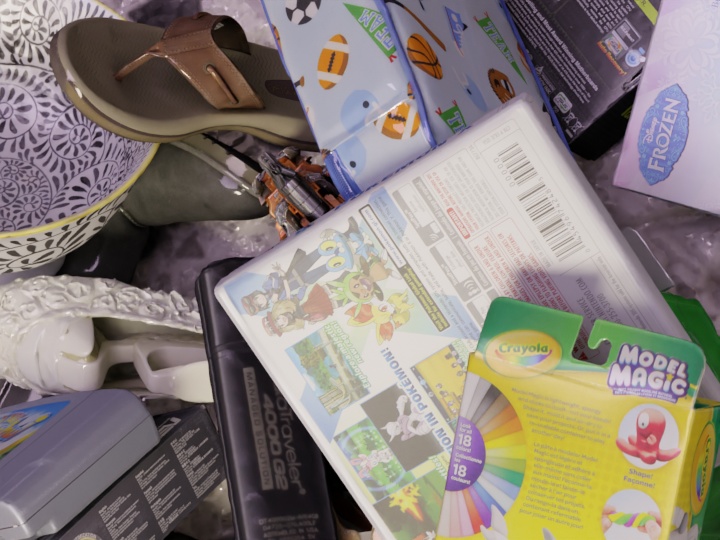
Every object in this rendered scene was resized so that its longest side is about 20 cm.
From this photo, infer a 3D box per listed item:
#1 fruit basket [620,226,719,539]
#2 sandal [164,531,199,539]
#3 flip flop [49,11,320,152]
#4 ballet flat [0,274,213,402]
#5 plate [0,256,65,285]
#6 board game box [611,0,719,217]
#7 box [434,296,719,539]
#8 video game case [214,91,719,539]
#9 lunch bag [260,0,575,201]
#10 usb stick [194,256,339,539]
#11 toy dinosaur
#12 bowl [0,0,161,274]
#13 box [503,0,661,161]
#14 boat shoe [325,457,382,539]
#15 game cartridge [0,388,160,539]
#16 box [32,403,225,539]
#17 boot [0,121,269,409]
[{"bbox_3d":[0.118,0.109,1.348,0.200,0.094,0.186,-46,61,31],"label":"fruit basket"},{"bbox_3d":[-0.088,0.190,1.429,0.200,0.082,0.055,22,107,35],"label":"sandal"},{"bbox_3d":[-0.075,-0.109,1.426,0.058,0.199,0.081,-55,37,42],"label":"flip flop"},{"bbox_3d":[-0.124,0.043,1.443,0.199,0.072,0.072,2,79,-1],"label":"ballet flat"},{"bbox_3d":[-0.278,-0.004,1.574,0.200,0.032,0.200,-49,48,18],"label":"plate"},{"bbox_3d":[0.246,-0.111,1.304,0.198,0.043,0.201,17,96,20],"label":"board game box"},{"bbox_3d":[0.094,0.119,1.204,0.117,0.048,0.201,14,98,27],"label":"box"},{"bbox_3d":[0.058,0.044,1.256,0.182,0.022,0.200,-31,100,18],"label":"video game case"},{"bbox_3d":[0.034,-0.097,1.340,0.075,0.160,0.200,-34,62,28],"label":"lunch bag"},{"bbox_3d":[-0.048,0.083,1.383,0.055,0.033,0.201,-3,62,-16],"label":"usb stick"},{"bbox_3d":[0.000,0.000,1.365,0.102,0.136,0.200,-34,30,17],"label":"toy dinosaur"},{"bbox_3d":[-0.207,-0.063,1.463,0.200,0.094,0.201,3,49,-3],"label":"bowl"},{"bbox_3d":[0.133,-0.194,1.414,0.193,0.047,0.200,-42,63,13],"label":"box"},{"bbox_3d":[0.009,0.155,1.378,0.200,0.072,0.076,49,120,31],"label":"boat shoe"},{"bbox_3d":[-0.207,0.114,1.404,0.200,0.133,0.041,-14,104,38],"label":"game cartridge"},{"bbox_3d":[-0.183,0.150,1.402,0.161,0.200,0.049,-13,109,37],"label":"box"},{"bbox_3d":[-0.143,0.008,1.507,0.182,0.073,0.200,22,84,44],"label":"boot"}]
